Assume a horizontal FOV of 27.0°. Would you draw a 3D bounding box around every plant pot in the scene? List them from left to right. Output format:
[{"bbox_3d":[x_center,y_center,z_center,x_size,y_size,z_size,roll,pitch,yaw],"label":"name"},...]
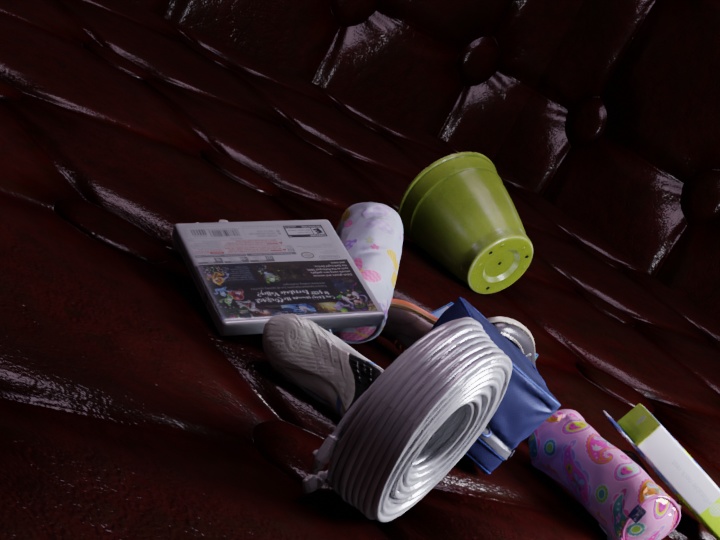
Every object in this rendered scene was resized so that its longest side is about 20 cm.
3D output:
[{"bbox_3d":[0.195,-0.067,2.590,0.200,0.200,0.193,17,29,-44],"label":"plant pot"}]

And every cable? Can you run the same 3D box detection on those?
[{"bbox_3d":[0.055,0.135,1.352,0.069,0.200,0.200,40,13,21],"label":"cable"}]

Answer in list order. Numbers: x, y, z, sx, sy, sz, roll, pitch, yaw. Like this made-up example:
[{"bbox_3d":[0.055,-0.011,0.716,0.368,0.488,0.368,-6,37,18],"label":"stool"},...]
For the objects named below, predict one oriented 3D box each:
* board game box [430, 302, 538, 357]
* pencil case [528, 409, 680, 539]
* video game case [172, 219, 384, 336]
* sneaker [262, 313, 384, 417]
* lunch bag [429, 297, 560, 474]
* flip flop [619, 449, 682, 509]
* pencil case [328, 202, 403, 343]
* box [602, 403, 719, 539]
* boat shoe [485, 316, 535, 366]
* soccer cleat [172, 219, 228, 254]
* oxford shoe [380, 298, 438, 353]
[{"bbox_3d":[0.163,0.106,2.109,0.151,0.037,0.200,32,12,11],"label":"board game box"},{"bbox_3d":[0.274,0.240,1.713,0.087,0.088,0.200,19,16,-39],"label":"pencil case"},{"bbox_3d":[-0.095,0.005,1.719,0.200,0.023,0.182,-2,39,-27],"label":"video game case"},{"bbox_3d":[-0.019,0.117,1.580,0.200,0.072,0.072,39,-6,14],"label":"sneaker"},{"bbox_3d":[0.123,0.137,1.676,0.136,0.132,0.200,42,7,-15],"label":"lunch bag"},{"bbox_3d":[0.307,0.239,1.844,0.200,0.058,0.081,33,13,19],"label":"flip flop"},{"bbox_3d":[0.000,0.000,1.882,0.091,0.083,0.200,0,40,9],"label":"pencil case"},{"bbox_3d":[0.392,0.246,1.867,0.200,0.048,0.122,48,3,-7],"label":"box"},{"bbox_3d":[0.185,0.129,1.832,0.200,0.073,0.063,64,16,-50],"label":"boat shoe"},{"bbox_3d":[-0.133,-0.001,1.803,0.200,0.085,0.069,14,-29,1],"label":"soccer cleat"},{"bbox_3d":[0.066,0.086,1.897,0.200,0.073,0.071,13,-20,23],"label":"oxford shoe"}]
